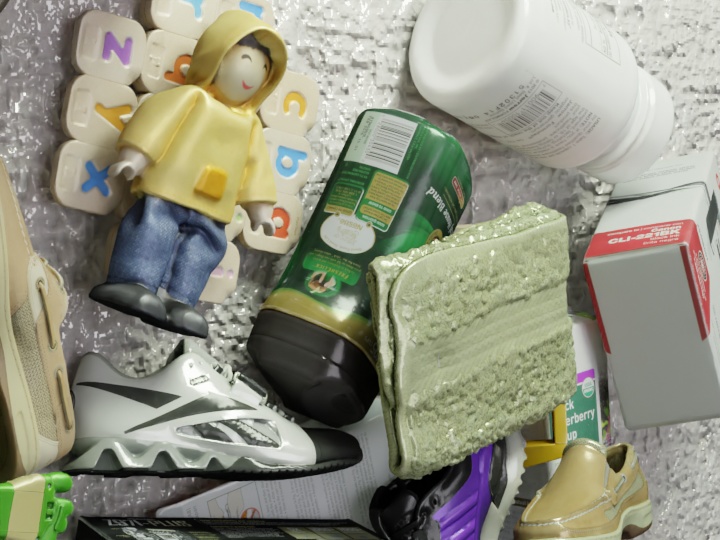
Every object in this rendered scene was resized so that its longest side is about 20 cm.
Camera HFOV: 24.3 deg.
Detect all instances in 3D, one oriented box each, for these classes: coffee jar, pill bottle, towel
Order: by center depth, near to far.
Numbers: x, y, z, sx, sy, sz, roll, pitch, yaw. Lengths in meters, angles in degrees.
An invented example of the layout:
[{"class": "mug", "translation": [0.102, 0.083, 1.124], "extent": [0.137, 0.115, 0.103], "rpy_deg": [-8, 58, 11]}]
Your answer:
[{"class": "towel", "translation": [0.079, 0.044, 1.096], "extent": [0.199, 0.036, 0.150], "rpy_deg": [-19, 107, -47]}, {"class": "coffee jar", "translation": [0.000, 0.000, 1.115], "extent": [0.201, 0.085, 0.104], "rpy_deg": [-64, 159, -18]}, {"class": "pill bottle", "translation": [0.140, -0.140, 1.235], "extent": [0.199, 0.114, 0.116], "rpy_deg": [24, 77, -41]}]

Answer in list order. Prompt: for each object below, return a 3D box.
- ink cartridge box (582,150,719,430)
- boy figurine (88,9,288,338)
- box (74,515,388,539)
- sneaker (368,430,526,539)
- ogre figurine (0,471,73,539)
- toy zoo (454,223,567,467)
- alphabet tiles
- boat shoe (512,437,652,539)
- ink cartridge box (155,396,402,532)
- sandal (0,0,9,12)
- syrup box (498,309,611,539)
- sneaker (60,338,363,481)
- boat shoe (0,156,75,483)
[{"class": "ink cartridge box", "translation": [0.243, 0.011, 1.307], "extent": [0.200, 0.083, 0.146], "rpy_deg": [-56, 132, -61]}, {"class": "boy figurine", "translation": [-0.094, -0.061, 1.022], "extent": [0.124, 0.064, 0.202], "rpy_deg": [28, 77, -37]}, {"class": "box", "translation": [-0.058, 0.211, 1.013], "extent": [0.198, 0.163, 0.087], "rpy_deg": [6, 95, -31]}, {"class": "sneaker", "translation": [0.043, 0.190, 1.134], "extent": [0.099, 0.069, 0.202], "rpy_deg": [21, 75, -35]}, {"class": "ogre figurine", "translation": [-0.237, 0.100, 0.898], "extent": [0.200, 0.119, 0.099], "rpy_deg": [46, 59, -36]}, {"class": "toy zoo", "translation": [0.081, 0.068, 1.201], "extent": [0.130, 0.020, 0.202], "rpy_deg": [-4, 97, 2]}, {"class": "alphabet tiles", "translation": [-0.109, -0.084, 1.067], "extent": [0.194, 0.015, 0.202], "rpy_deg": [11, 85, -42]}, {"class": "boat shoe", "translation": [0.153, 0.156, 1.169], "extent": [0.200, 0.071, 0.077], "rpy_deg": [-4, 93, -68]}, {"class": "ink cartridge box", "translation": [-0.044, 0.196, 1.145], "extent": [0.199, 0.050, 0.164], "rpy_deg": [-20, 107, -27]}, {"class": "sandal", "translation": [-0.252, -0.119, 0.913], "extent": [0.200, 0.054, 0.082], "rpy_deg": [-50, 123, -29]}, {"class": "syrup box", "translation": [0.138, 0.135, 1.274], "extent": [0.078, 0.081, 0.202], "rpy_deg": [-12, 102, -43]}, {"class": "sneaker", "translation": [-0.087, 0.088, 1.050], "extent": [0.198, 0.074, 0.090], "rpy_deg": [7, 75, -27]}, {"class": "boat shoe", "translation": [-0.206, 0.019, 0.962], "extent": [0.064, 0.071, 0.202], "rpy_deg": [-21, 112, -49]}]
